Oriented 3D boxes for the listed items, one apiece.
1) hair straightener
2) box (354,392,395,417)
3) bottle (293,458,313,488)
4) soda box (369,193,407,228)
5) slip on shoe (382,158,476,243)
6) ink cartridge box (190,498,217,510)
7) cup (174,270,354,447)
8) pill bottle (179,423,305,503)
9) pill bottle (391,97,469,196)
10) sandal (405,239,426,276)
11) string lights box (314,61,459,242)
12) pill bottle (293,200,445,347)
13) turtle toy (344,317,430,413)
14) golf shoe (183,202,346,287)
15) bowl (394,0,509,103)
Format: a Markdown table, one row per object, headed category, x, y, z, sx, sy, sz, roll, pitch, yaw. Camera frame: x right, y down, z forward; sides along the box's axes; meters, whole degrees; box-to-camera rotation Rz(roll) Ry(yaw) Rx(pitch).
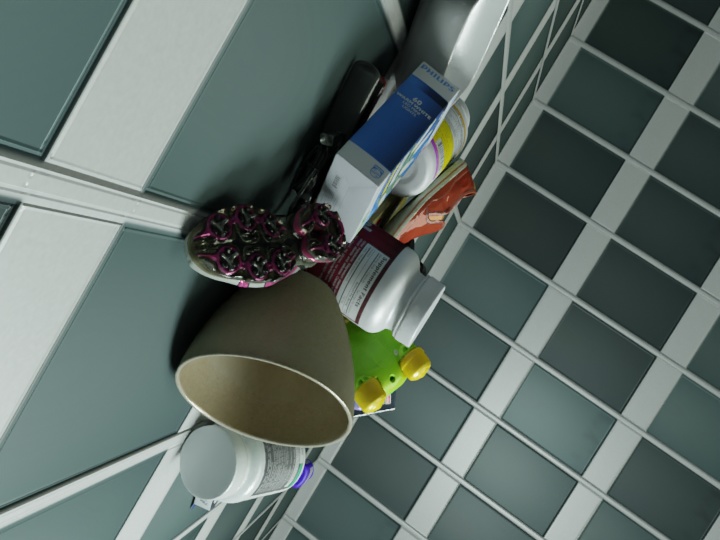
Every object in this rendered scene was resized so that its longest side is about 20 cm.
| category | x | y | z | sx | sy | sz | roll | pitch | yaw |
| --- | --- | --- | --- | --- | --- | --- | --- | --- | --- |
| hair straightener | -0.042 | -0.132 | 0.740 | 0.202 | 0.041 | 0.077 | -55 | 170 | 6 |
| box | -0.025 | 0.132 | 1.027 | 0.046 | 0.154 | 0.205 | -113 | -161 | -54 |
| bottle | -0.190 | 0.653 | 2.259 | 0.085 | 0.064 | 0.200 | -56 | 170 | -5 |
| soda box | 0.007 | -0.089 | 0.995 | 0.200 | 0.067 | 0.065 | -48 | 166 | -48 |
| slip on shoe | 0.092 | -0.077 | 0.990 | 0.199 | 0.062 | 0.074 | -42 | -173 | -17 |
| ink cartridge box | -0.230 | 0.330 | 1.174 | 0.100 | 0.039 | 0.203 | -48 | 166 | -48 |
| cup | -0.089 | 0.084 | 0.775 | 0.202 | 0.194 | 0.146 | 108 | -3 | -55 |
| pill bottle | -0.168 | 0.274 | 1.014 | 0.115 | 0.112 | 0.199 | -57 | 157 | 2 |
| pill bottle | 0.094 | -0.193 | 1.012 | 0.200 | 0.103 | 0.106 | -47 | 166 | -50 |
| sandal | 0.076 | 0.037 | 1.029 | 0.077 | 0.041 | 0.204 | 88 | 5 | -48 |
| string lights box | 0.030 | -0.137 | 0.784 | 0.201 | 0.058 | 0.103 | -52 | 176 | -36 |
| pill bottle | 0.000 | 0.000 | 0.846 | 0.114 | 0.198 | 0.113 | -54 | 170 | -14 |
| turtle toy | -0.013 | 0.122 | 0.900 | 0.197 | 0.147 | 0.102 | -31 | 160 | -24 |
| golf shoe | -0.099 | -0.017 | 0.670 | 0.090 | 0.075 | 0.198 | -20 | 174 | 33 |
| bowl | 0.116 | -0.299 | 0.887 | 0.200 | 0.074 | 0.203 | -49 | 166 | -43 |
